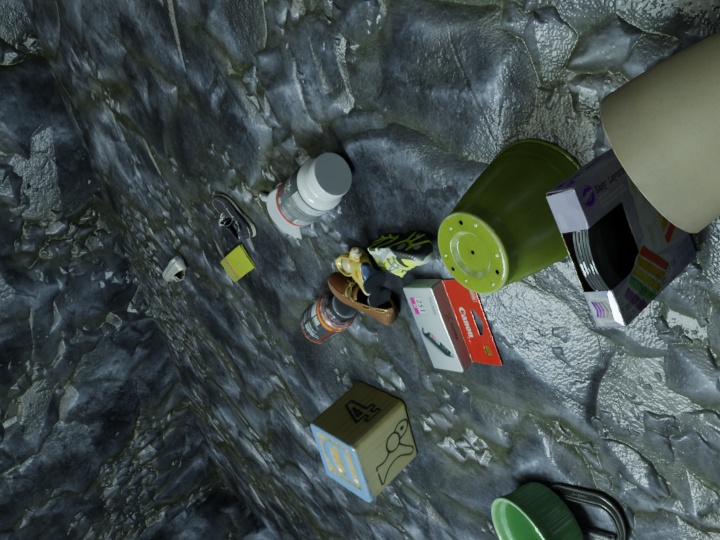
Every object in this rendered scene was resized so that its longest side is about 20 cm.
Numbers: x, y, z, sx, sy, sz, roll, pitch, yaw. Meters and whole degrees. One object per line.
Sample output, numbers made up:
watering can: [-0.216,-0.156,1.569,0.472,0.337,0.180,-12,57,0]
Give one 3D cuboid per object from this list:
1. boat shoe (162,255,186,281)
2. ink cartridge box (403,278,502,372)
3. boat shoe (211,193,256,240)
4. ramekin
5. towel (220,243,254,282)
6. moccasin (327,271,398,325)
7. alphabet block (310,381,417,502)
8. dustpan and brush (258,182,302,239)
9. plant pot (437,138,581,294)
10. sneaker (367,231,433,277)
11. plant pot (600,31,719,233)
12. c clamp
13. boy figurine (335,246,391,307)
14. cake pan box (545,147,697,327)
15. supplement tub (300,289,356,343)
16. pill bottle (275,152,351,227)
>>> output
boat shoe: [-0.733,0.011,2.394,0.071,0.070,0.199,56,141,5]
ink cartridge box: [0.189,0.116,1.251,0.172,0.043,0.204,-1,115,55]
boat shoe: [-0.392,-0.158,1.791,0.199,0.062,0.074,41,144,26]
ramekin: [0.378,0.555,1.277,0.200,0.096,0.204,48,150,39]
towel: [-0.399,-0.022,1.960,0.087,0.018,0.199,55,147,-5]
moccasin: [0.001,0.056,1.416,0.200,0.073,0.079,35,156,31]
alphabet block: [0.011,0.459,1.633,0.194,0.198,0.200,15,128,46]
dustpan and brush: [-0.214,-0.171,1.561,0.197,0.057,0.143,17,128,38]
plant pot: [0.222,-0.066,0.916,0.199,0.191,0.204,33,141,32]
sneaker: [0.093,-0.030,1.244,0.078,0.075,0.199,60,159,-19]
plant pot: [0.394,-0.173,0.632,0.189,0.186,0.199,54,133,4]
c clamp: [0.465,0.516,1.232,0.199,0.027,0.175,-22,94,59]
boy figurine: [0.000,0.000,1.343,0.200,0.063,0.127,44,157,57]
cake pan box: [0.335,-0.054,0.767,0.052,0.198,0.188,-11,107,60]
supplement tub: [-0.077,0.115,1.552,0.108,0.106,0.199,56,148,2]
pill bottle: [-0.104,-0.179,1.336,0.118,0.115,0.199,59,147,-4]
